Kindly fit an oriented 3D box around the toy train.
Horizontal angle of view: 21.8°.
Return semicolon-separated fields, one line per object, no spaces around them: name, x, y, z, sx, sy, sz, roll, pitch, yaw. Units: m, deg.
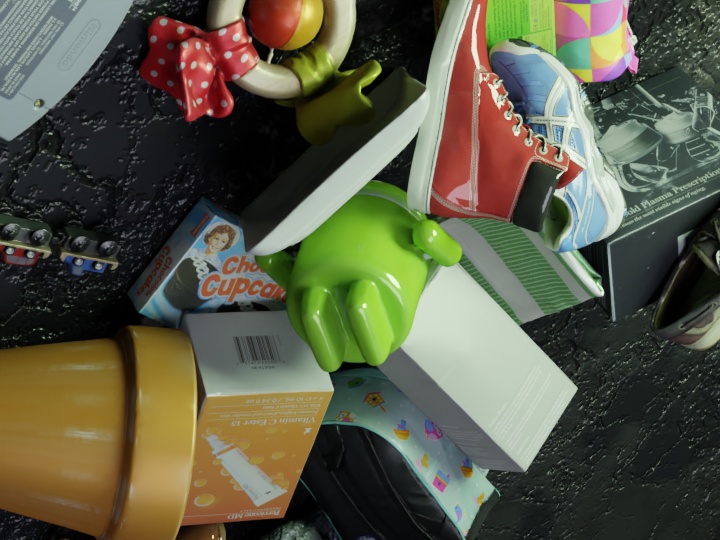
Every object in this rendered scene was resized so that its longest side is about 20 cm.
toy train;-0.288;-0.026;1.582;0.199;0.034;0.046;10;122;-37

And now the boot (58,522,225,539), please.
boot;-0.241;0.294;1.842;0.200;0.074;0.155;-45;131;3

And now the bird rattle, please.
bird rattle;-0.078;-0.194;1.560;0.198;0.113;0.164;15;97;-17

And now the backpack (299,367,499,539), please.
backpack;0.027;0.183;1.842;0.200;0.175;0.154;47;53;-28

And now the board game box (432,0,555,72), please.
board game box;0.117;-0.242;1.644;0.101;0.048;0.201;-13;131;-7

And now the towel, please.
towel;0.114;-0.001;1.753;0.199;0.023;0.153;-23;120;40

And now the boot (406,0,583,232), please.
boot;0.125;-0.139;1.587;0.143;0.072;0.202;9;97;9

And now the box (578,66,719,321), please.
box;0.274;-0.077;1.793;0.199;0.182;0.105;-25;133;-14

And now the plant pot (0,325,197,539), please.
plant pot;-0.255;0.143;1.641;0.182;0.201;0.201;7;122;-18

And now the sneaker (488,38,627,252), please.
sneaker;0.164;-0.109;1.637;0.077;0.076;0.201;-33;99;-30

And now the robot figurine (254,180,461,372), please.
robot figurine;0.000;0.000;1.650;0.174;0.201;0.116;-10;123;20

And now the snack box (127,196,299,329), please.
snack box;-0.106;0.020;1.731;0.199;0.037;0.116;28;106;-43

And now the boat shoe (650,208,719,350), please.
boat shoe;0.331;-0.012;1.703;0.064;0.072;0.201;4;127;-39

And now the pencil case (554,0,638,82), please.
pencil case;0.205;-0.264;1.672;0.088;0.088;0.201;-24;134;-14

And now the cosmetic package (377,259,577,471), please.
cosmetic package;0.097;0.087;1.746;0.200;0.090;0.107;46;67;-19

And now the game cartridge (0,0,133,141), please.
game cartridge;-0.258;-0.202;1.460;0.200;0.042;0.133;-50;139;12

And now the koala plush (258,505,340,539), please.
koala plush;-0.099;0.357;1.913;0.199;0.185;0.177;-18;176;16

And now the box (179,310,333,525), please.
box;-0.116;0.139;1.738;0.123;0.098;0.201;-2;139;-21

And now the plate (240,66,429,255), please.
plate;-0.020;-0.089;1.597;0.199;0.200;0.032;-42;102;3
